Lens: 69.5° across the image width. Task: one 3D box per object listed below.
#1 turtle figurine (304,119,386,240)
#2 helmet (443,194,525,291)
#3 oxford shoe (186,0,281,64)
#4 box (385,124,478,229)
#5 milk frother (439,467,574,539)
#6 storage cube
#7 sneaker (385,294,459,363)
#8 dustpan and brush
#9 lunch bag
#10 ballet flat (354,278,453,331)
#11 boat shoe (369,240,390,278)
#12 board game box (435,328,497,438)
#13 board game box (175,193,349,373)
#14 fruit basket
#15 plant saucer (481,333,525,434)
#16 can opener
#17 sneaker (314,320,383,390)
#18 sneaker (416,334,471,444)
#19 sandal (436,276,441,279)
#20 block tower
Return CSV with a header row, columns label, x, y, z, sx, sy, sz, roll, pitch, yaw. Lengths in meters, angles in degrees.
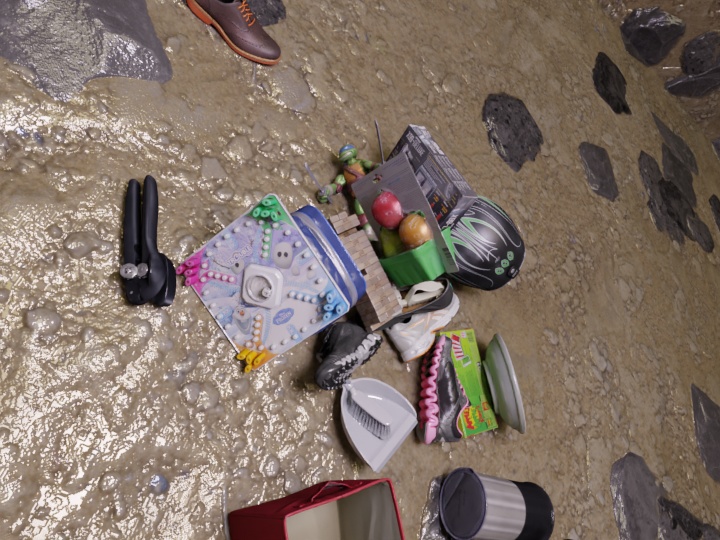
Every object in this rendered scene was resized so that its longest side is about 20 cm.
label,x,y,z,sx,sy,sz,roll,pitch,yaw
turtle figurine,-0.005,-0.144,0.975,0.143,0.200,0.196,-28,95,-7
helmet,0.229,-0.065,1.086,0.190,0.199,0.202,33,55,-25
oxford shoe,-0.227,-0.468,0.975,0.199,0.072,0.072,31,55,-25
box,0.119,-0.159,1.024,0.049,0.158,0.201,-5,53,-41
milk frother,0.269,0.454,0.904,0.186,0.199,0.183,21,64,-29
storage cube,-0.055,0.388,0.690,0.169,0.179,0.203,-2,72,-38
sneaker,0.124,0.085,1.026,0.092,0.076,0.200,50,48,-4
dustpan and brush,-0.005,0.216,0.875,0.199,0.058,0.139,37,45,17
lunch bag,-0.095,-0.004,0.846,0.132,0.135,0.201,-38,99,-44
ballet flat,0.081,0.053,0.961,0.197,0.069,0.068,-17,51,-16
boat shoe,0.053,-0.022,0.986,0.197,0.068,0.076,11,82,-19
board game box,0.203,0.225,1.045,0.100,0.047,0.203,-1,72,-38
board game box,-0.148,0.026,0.761,0.201,0.199,0.026,56,19,-5
fruit basket,0.073,-0.079,0.864,0.093,0.185,0.202,-24,93,-28
plant saucer,0.284,0.232,1.058,0.200,0.049,0.203,-13,90,-84
can opener,-0.316,-0.045,0.752,0.062,0.079,0.203,-14,74,-1
sneaker,-0.038,0.133,0.860,0.090,0.067,0.200,35,23,15
sneaker,0.162,0.225,0.973,0.094,0.079,0.203,10,75,-5
sandal,0.107,-0.042,1.058,0.076,0.043,0.201,-25,72,-43
block tower,0.000,0.000,0.889,0.054,0.058,0.202,-26,90,-34
